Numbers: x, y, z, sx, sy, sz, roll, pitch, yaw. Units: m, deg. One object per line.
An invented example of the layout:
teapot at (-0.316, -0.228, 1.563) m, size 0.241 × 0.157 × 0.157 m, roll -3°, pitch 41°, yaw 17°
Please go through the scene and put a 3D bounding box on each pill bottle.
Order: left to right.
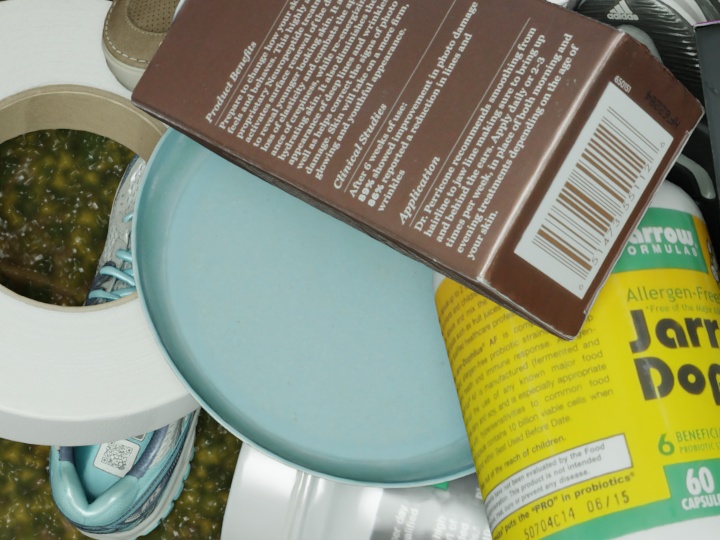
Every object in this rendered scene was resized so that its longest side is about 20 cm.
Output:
pill bottle at (0.046, 0.109, 0.857) m, size 0.200 × 0.113 × 0.113 m, roll 15°, pitch 91°, yaw 3°
pill bottle at (0.091, 0.032, 0.754) m, size 0.113 × 0.113 × 0.200 m, roll -14°, pitch 68°, yaw 3°

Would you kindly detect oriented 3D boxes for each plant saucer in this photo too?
plant saucer at (0.000, 0.000, 0.820) m, size 0.200 × 0.027 × 0.201 m, roll 7°, pitch 64°, yaw -15°

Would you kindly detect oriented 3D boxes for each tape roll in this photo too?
tape roll at (-0.125, -0.025, 0.836) m, size 0.202 × 0.037 × 0.203 m, roll 5°, pitch 65°, yaw -10°

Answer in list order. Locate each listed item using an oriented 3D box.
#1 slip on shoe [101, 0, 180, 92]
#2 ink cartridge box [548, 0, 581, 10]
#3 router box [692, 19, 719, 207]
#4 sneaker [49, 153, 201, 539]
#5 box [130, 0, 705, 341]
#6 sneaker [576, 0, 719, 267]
slip on shoe at (-0.038, -0.158, 0.841) m, size 0.200 × 0.061 × 0.076 m, roll -41°, pitch 56°, yaw -13°
ink cartridge box at (0.076, -0.168, 0.813) m, size 0.086 × 0.200 × 0.147 m, roll 29°, pitch 90°, yaw 5°
router box at (0.184, 0.008, 0.727) m, size 0.051 × 0.149 × 0.201 m, roll -11°, pitch 84°, yaw 28°
sneaker at (-0.092, 0.026, 0.878) m, size 0.077 × 0.086 × 0.201 m, roll 11°, pitch 86°, yaw 4°
box at (0.016, -0.062, 0.723) m, size 0.200 × 0.075 × 0.100 m, roll 30°, pitch 89°, yaw 39°
sneaker at (0.157, -0.089, 0.842) m, size 0.076 × 0.201 × 0.116 m, roll 9°, pitch 58°, yaw 29°
